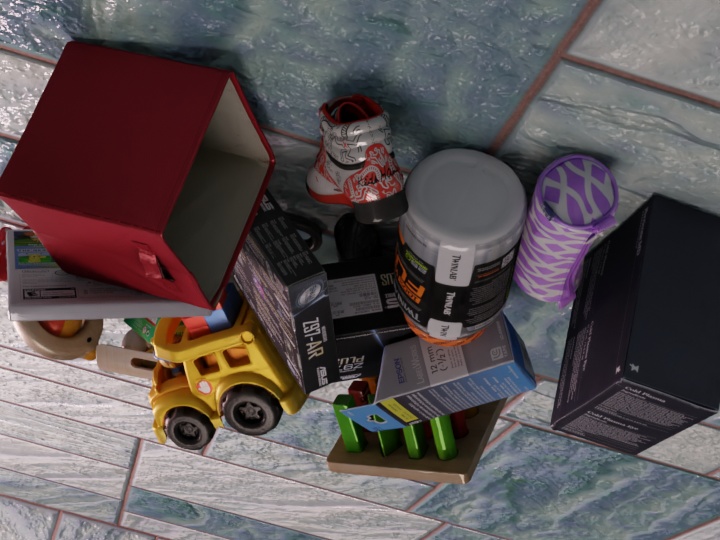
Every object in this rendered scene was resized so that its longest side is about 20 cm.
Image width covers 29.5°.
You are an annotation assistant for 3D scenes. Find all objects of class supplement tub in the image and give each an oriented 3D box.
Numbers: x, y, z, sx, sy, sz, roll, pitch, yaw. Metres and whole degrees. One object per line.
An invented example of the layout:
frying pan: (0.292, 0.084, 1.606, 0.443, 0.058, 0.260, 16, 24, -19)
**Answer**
supplement tub: (0.095, -0.016, 1.362, 0.122, 0.123, 0.201, 11, 145, 6)

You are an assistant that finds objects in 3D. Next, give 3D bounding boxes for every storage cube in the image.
storage cube: (-0.208, -0.091, 1.312, 0.178, 0.201, 0.171, 13, 158, 18)

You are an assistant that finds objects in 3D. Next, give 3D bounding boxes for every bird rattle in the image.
bird rattle: (-0.388, 0.032, 1.741, 0.112, 0.164, 0.199, -28, 146, 32)

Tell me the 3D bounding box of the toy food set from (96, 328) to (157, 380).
toy food set: (-0.246, 0.102, 1.806, 0.142, 0.061, 0.200, 9, -170, 11)

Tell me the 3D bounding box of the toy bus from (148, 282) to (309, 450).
toy bus: (-0.176, 0.092, 1.588, 0.199, 0.136, 0.193, -17, 121, 21)

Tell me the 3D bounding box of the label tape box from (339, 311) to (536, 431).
label tape box: (0.083, 0.116, 1.516, 0.199, 0.067, 0.143, -16, 160, 12)

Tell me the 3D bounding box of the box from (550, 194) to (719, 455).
box: (0.285, 0.060, 1.368, 0.103, 0.201, 0.182, 18, 157, -7)

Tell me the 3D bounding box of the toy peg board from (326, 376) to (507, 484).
toy peg board: (0.072, 0.171, 1.798, 0.199, 0.199, 0.098, 2, 124, 25)

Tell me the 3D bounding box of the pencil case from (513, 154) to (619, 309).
pencil case: (0.200, -0.037, 1.340, 0.086, 0.084, 0.200, 48, 165, 15)

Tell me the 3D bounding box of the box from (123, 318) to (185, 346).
box: (-0.191, 0.078, 1.764, 0.199, 0.049, 0.117, 14, -172, -35)

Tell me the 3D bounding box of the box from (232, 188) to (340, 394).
box: (-0.089, 0.006, 1.429, 0.043, 0.200, 0.161, -22, 136, -15)

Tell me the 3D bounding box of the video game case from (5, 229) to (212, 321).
video game case: (-0.263, 0.001, 1.413, 0.198, 0.183, 0.022, -1, 116, -15)

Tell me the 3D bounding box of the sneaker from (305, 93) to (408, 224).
sneaker: (-0.012, -0.117, 1.310, 0.067, 0.109, 0.201, -17, -162, -14)

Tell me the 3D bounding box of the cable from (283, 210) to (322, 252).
cable: (-0.131, -0.074, 1.520, 0.198, 0.051, 0.097, 8, 132, -21)

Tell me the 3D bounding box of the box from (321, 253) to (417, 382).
box: (0.041, 0.050, 1.534, 0.198, 0.087, 0.164, -8, 158, -9)

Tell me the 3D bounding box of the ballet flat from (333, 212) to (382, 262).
ballet flat: (0.000, 0.000, 1.568, 0.066, 0.057, 0.200, 8, 156, 15)

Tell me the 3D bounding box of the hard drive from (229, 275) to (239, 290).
hard drive: (-0.153, -0.014, 1.660, 0.131, 0.026, 0.200, -5, 151, 35)
